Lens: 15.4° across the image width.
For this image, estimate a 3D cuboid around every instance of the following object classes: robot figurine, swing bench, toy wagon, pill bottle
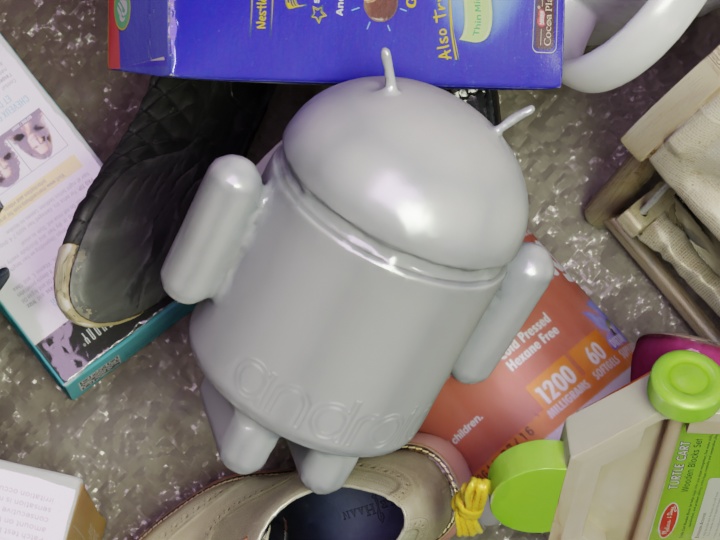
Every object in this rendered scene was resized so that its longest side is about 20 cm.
[{"bbox_3d":[0.000,0.000,1.153,0.170,0.113,0.200,13,118,-28],"label":"robot figurine"},{"bbox_3d":[0.222,-0.011,1.235,0.130,0.200,0.199,-39,82,-9],"label":"swing bench"},{"bbox_3d":[0.139,0.092,1.159,0.200,0.155,0.040,2,48,-6],"label":"toy wagon"},{"bbox_3d":[0.036,0.014,1.269,0.112,0.112,0.200,-40,83,-9],"label":"pill bottle"}]

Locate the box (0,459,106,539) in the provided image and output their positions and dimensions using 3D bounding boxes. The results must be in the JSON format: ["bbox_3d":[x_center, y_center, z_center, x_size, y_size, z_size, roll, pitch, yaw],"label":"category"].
[{"bbox_3d":[-0.194,0.187,1.206,0.106,0.152,0.200,13,79,1],"label":"box"}]

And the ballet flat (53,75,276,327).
[{"bbox_3d":[-0.096,-0.045,1.277,0.066,0.057,0.200,53,45,-28],"label":"ballet flat"}]

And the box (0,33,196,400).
[{"bbox_3d":[-0.170,-0.041,1.305,0.082,0.049,0.200,-37,82,-9],"label":"box"}]

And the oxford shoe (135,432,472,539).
[{"bbox_3d":[-0.047,0.127,1.230,0.200,0.074,0.071,-27,87,24],"label":"oxford shoe"}]

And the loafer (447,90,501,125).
[{"bbox_3d":[0.017,-0.139,1.324,0.072,0.063,0.200,-19,80,-8],"label":"loafer"}]

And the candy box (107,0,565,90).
[{"bbox_3d":[-0.009,-0.166,1.185,0.200,0.077,0.169,0,94,-30],"label":"candy box"}]

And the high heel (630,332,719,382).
[{"bbox_3d":[0.148,0.096,1.212,0.067,0.200,0.096,13,71,19],"label":"high heel"}]

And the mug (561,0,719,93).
[{"bbox_3d":[0.142,-0.172,1.249,0.148,0.175,0.200,33,67,-24],"label":"mug"}]

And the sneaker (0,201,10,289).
[{"bbox_3d":[-0.195,0.006,1.207,0.130,0.199,0.080,-42,80,17],"label":"sneaker"}]
